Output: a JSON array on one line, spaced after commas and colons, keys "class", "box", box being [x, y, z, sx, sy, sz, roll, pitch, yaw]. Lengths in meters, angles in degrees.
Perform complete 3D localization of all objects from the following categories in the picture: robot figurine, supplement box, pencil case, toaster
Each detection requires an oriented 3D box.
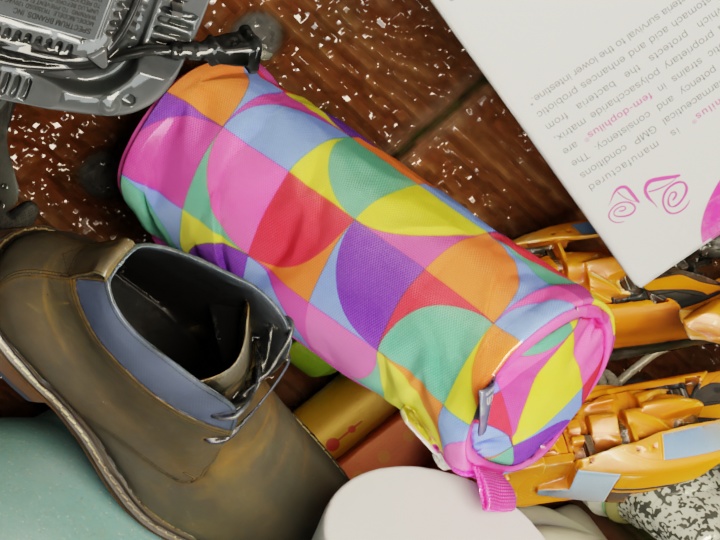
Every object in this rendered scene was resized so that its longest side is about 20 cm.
[{"class": "robot figurine", "box": [0.127, 0.033, 1.163, 0.200, 0.145, 0.058, -9, 147, -18]}, {"class": "supplement box", "box": [0.085, -0.109, 1.105, 0.101, 0.103, 0.200, -34, 120, 6]}, {"class": "pencil case", "box": [0.000, 0.000, 1.091, 0.088, 0.200, 0.088, -36, 148, -27]}, {"class": "toaster", "box": [-0.129, -0.135, 1.024, 0.200, 0.129, 0.114, 13, 116, -19]}]

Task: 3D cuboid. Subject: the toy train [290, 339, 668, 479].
[{"class": "toy train", "box": [0.014, 0.051, 1.202, 0.200, 0.085, 0.116, -39, 103, 2]}]

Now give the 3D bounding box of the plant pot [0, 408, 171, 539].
[{"class": "plant pot", "box": [-0.130, 0.136, 1.159, 0.134, 0.200, 0.200, -39, 124, -22]}]

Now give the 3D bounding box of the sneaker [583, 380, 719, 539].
[{"class": "sneaker", "box": [0.180, 0.099, 1.233, 0.200, 0.089, 0.077, -1, 131, -38]}]

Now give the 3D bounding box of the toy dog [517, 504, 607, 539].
[{"class": "toy dog", "box": [0.080, 0.186, 1.225, 0.139, 0.194, 0.200, -14, 130, 6]}]

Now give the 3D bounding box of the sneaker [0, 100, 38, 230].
[{"class": "sneaker", "box": [-0.165, -0.008, 1.093, 0.084, 0.077, 0.200, 20, 89, -35]}]

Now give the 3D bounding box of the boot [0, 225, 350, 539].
[{"class": "boot", "box": [-0.053, 0.054, 1.072, 0.200, 0.097, 0.075, 39, 67, -24]}]

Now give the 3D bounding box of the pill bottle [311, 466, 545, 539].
[{"class": "pill bottle", "box": [0.002, 0.177, 1.096, 0.120, 0.120, 0.200, 8, 127, -17]}]
